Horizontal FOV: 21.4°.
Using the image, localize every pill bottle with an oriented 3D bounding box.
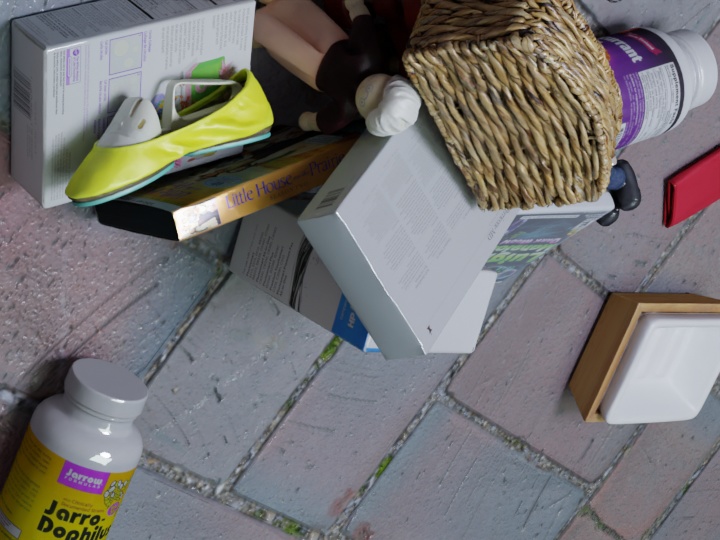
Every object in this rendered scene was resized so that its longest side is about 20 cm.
[{"bbox_3d":[0.263,-0.183,1.916,0.199,0.111,0.112,-19,132,-34],"label":"pill bottle"},{"bbox_3d":[-0.259,0.182,1.696,0.104,0.104,0.201,5,115,-46],"label":"pill bottle"}]

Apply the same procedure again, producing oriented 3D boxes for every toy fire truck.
[{"bbox_3d":[0.068,-0.244,1.689,0.168,0.112,0.200,-56,141,-28],"label":"toy fire truck"}]

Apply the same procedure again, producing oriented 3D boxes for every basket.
[{"bbox_3d":[0.141,-0.168,1.561,0.200,0.142,0.150,58,37,-40],"label":"basket"}]

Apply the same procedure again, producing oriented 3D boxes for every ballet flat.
[{"bbox_3d":[-0.156,-0.113,1.519,0.199,0.067,0.067,-24,113,-34],"label":"ballet flat"}]

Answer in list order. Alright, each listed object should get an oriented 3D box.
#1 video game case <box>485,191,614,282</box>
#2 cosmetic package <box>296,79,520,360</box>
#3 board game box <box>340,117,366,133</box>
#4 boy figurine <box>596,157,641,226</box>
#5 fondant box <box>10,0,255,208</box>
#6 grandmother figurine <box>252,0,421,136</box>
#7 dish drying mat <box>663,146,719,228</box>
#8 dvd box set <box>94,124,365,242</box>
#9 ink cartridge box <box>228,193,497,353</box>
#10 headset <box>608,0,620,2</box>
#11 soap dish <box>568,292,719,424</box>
[{"bbox_3d":[0.127,-0.028,1.894,0.199,0.023,0.182,-4,158,-42],"label":"video game case"},{"bbox_3d":[0.045,-0.047,1.592,0.151,0.051,0.200,56,46,-22],"label":"cosmetic package"},{"bbox_3d":[0.058,-0.102,1.771,0.200,0.135,0.028,20,66,-49],"label":"board game box"},{"bbox_3d":[0.208,-0.086,1.954,0.124,0.065,0.199,-34,159,35],"label":"boy figurine"},{"bbox_3d":[-0.185,-0.148,1.549,0.199,0.058,0.145,-18,131,-33],"label":"fondant box"},{"bbox_3d":[-0.022,-0.168,1.577,0.060,0.200,0.122,-9,125,-40],"label":"grandmother figurine"},{"bbox_3d":[0.427,-0.121,2.199,0.199,0.018,0.077,-32,138,-24],"label":"dish drying mat"},{"bbox_3d":[-0.109,-0.077,1.612,0.199,0.146,0.030,-23,109,-29],"label":"dvd box set"},{"bbox_3d":[0.000,0.000,1.728,0.145,0.200,0.085,2,111,-45],"label":"ink cartridge box"},{"bbox_3d":[0.272,-0.328,1.844,0.200,0.094,0.124,-49,160,-37],"label":"headset"},{"bbox_3d":[0.345,0.099,2.238,0.199,0.081,0.158,2,118,-45],"label":"soap dish"}]
